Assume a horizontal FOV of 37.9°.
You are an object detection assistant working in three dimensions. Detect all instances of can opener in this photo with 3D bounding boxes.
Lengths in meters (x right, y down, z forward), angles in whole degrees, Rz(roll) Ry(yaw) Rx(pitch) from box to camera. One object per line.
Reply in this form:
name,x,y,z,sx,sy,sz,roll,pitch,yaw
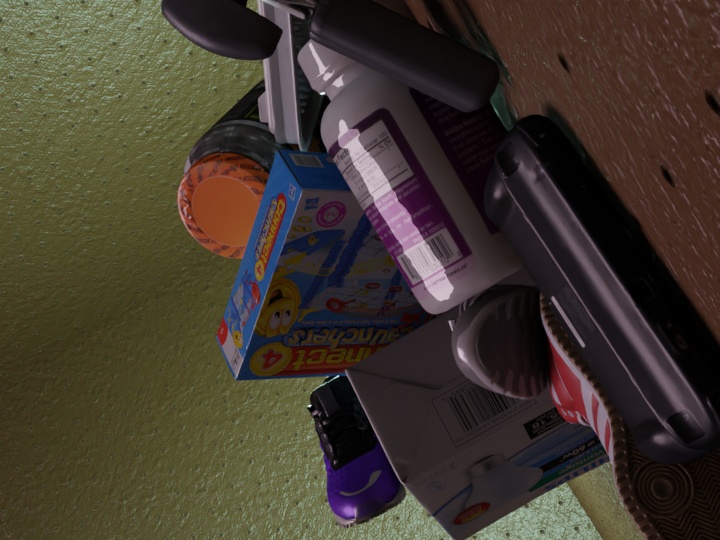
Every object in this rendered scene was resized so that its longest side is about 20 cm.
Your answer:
can opener,-0.019,-0.133,0.626,0.200,0.067,0.053,25,-176,-4

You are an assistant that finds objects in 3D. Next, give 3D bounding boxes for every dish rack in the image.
dish rack,-0.062,-0.216,0.889,0.172,0.043,0.200,-82,-9,-56

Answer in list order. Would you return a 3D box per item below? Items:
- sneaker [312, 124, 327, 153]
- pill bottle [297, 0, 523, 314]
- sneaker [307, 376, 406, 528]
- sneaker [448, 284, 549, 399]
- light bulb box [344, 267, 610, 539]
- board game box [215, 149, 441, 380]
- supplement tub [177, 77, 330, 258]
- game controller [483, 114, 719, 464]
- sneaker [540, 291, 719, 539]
sneaker,0.006,-0.128,0.891,0.074,0.087,0.200,39,154,13
pill bottle,0.043,-0.081,0.711,0.200,0.112,0.112,59,-179,1
sneaker,-0.014,0.151,0.954,0.200,0.069,0.100,-104,-12,-73
sneaker,0.097,0.048,0.750,0.200,0.082,0.075,-2,-87,-66
light bulb box,0.122,0.124,0.937,0.125,0.198,0.200,63,-176,33
board game box,0.000,0.000,0.885,0.056,0.199,0.196,58,137,43
supplement tub,-0.087,-0.100,0.983,0.123,0.122,0.200,58,-149,-18
game controller,0.130,0.012,0.569,0.200,0.042,0.104,60,173,16
sneaker,0.173,0.100,0.655,0.113,0.071,0.200,65,-177,-64
